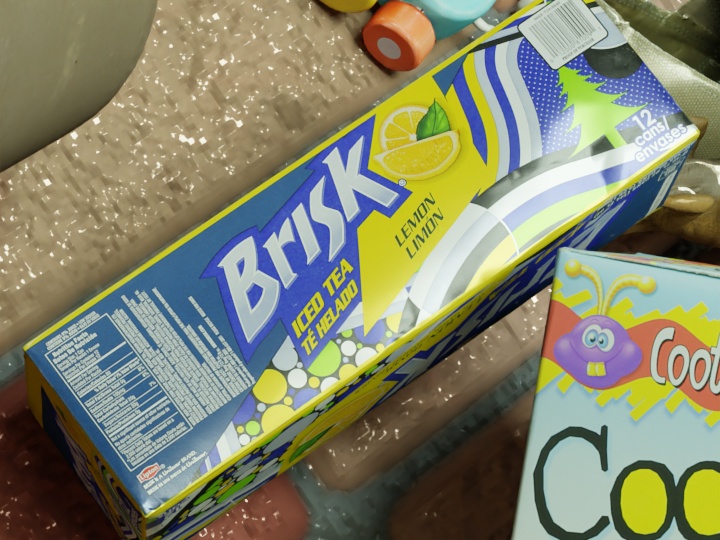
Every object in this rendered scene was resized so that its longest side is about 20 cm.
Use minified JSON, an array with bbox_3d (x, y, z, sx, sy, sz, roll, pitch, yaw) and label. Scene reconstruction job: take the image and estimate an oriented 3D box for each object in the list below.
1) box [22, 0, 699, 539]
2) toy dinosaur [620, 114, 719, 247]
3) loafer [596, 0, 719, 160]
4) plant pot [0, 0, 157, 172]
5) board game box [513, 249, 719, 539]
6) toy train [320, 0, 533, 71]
[{"bbox_3d":[0.000,0.000,0.876,0.200,0.070,0.064,-34,78,-14],"label":"box"},{"bbox_3d":[0.145,-0.021,0.971,0.200,0.106,0.060,12,37,-8],"label":"toy dinosaur"},{"bbox_3d":[0.137,-0.055,1.014,0.200,0.067,0.076,4,34,-30],"label":"loafer"},{"bbox_3d":[-0.149,-0.085,0.804,0.175,0.200,0.200,-13,80,-51],"label":"plant pot"},{"bbox_3d":[0.102,0.101,0.861,0.105,0.103,0.200,2,97,-72],"label":"board game box"},{"bbox_3d":[0.034,-0.166,1.011,0.150,0.056,0.200,-5,76,-33],"label":"toy train"}]
